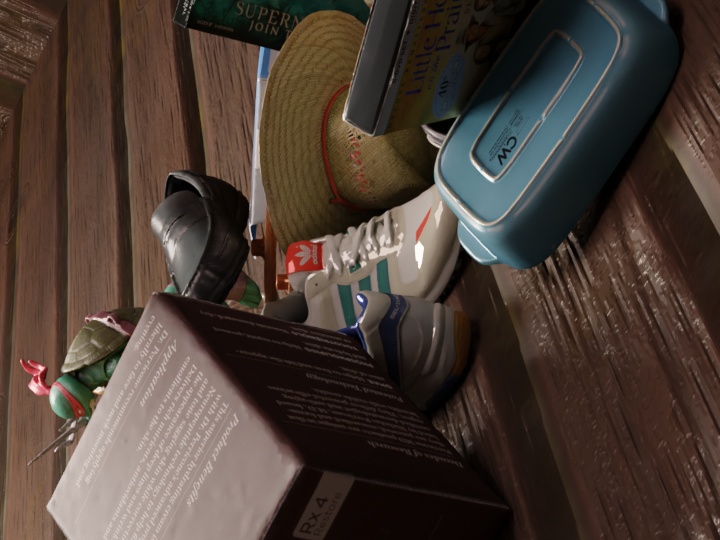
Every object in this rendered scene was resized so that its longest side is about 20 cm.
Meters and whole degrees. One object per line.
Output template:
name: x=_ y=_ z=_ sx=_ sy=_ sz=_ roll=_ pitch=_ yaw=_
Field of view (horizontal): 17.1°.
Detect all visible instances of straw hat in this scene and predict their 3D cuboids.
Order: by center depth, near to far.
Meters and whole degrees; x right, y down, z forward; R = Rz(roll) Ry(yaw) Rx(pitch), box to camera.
straw hat: x=0.013 y=-0.087 z=1.724 sx=0.085 sy=0.201 sz=0.202 roll=7 pitch=70 yaw=31

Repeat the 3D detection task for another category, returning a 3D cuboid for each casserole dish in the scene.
casserole dish: x=0.112 y=-0.095 z=1.469 sx=0.200 sy=0.039 sz=0.121 roll=-56 pitch=41 yaw=14

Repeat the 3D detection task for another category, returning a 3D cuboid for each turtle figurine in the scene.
turtle figurine: x=-0.171 y=0.071 z=1.820 sx=0.200 sy=0.101 sz=0.149 roll=-44 pitch=32 yaw=-25

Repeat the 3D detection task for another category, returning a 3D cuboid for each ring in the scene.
ring: x=-0.065 y=-0.004 z=1.833 sx=0.200 sy=0.019 sz=0.202 roll=-1 pitch=-90 yaw=-86

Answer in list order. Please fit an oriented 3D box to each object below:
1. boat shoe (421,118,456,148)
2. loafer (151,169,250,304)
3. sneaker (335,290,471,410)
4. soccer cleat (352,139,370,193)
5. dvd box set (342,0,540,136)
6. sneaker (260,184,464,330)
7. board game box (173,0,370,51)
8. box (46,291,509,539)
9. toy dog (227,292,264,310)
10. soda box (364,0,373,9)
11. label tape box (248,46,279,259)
boat shoe: x=0.085 y=-0.078 z=1.571 sx=0.073 sy=0.063 sz=0.200 roll=-62 pitch=19 yaw=8
loafer: x=-0.122 y=-0.022 z=1.759 sx=0.068 sy=0.070 sz=0.201 roll=-56 pitch=13 yaw=17
sneaker: x=-0.007 y=0.080 z=1.607 sx=0.200 sy=0.088 sz=0.075 roll=-55 pitch=23 yaw=38
soccer cleat: x=-0.013 y=-0.066 z=1.861 sx=0.066 sy=0.077 sz=0.201 roll=-7 pitch=55 yaw=18
dvd box set: x=0.077 y=-0.167 z=1.494 sx=0.029 sy=0.200 sz=0.147 roll=32 pitch=119 yaw=30
sneaker: x=0.000 y=0.000 z=1.676 sx=0.200 sy=0.093 sz=0.071 roll=-50 pitch=24 yaw=44
board game box: x=-0.039 y=-0.236 z=1.882 sx=0.028 sy=0.199 sz=0.136 roll=30 pitch=106 yaw=55
box: x=-0.054 y=0.142 z=1.438 sx=0.200 sy=0.164 sz=0.166 roll=46 pitch=113 yaw=46
toy dog: x=-0.123 y=0.113 z=1.910 sx=0.200 sy=0.131 sz=0.097 roll=-85 pitch=-14 yaw=-55
soda box: x=0.059 y=-0.222 z=1.640 sx=0.068 sy=0.064 sz=0.200 roll=-44 pitch=19 yaw=-18
label tape box: x=-0.057 y=-0.128 z=2.027 sx=0.144 sy=0.066 sz=0.201 roll=-86 pitch=0 yaw=-47
